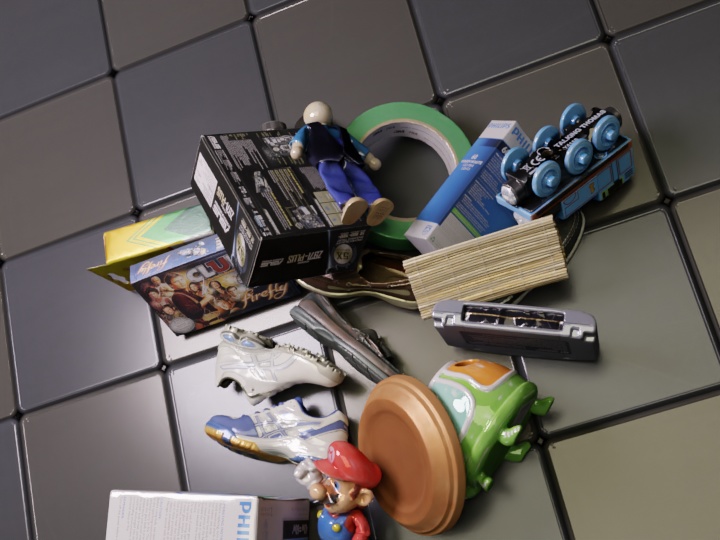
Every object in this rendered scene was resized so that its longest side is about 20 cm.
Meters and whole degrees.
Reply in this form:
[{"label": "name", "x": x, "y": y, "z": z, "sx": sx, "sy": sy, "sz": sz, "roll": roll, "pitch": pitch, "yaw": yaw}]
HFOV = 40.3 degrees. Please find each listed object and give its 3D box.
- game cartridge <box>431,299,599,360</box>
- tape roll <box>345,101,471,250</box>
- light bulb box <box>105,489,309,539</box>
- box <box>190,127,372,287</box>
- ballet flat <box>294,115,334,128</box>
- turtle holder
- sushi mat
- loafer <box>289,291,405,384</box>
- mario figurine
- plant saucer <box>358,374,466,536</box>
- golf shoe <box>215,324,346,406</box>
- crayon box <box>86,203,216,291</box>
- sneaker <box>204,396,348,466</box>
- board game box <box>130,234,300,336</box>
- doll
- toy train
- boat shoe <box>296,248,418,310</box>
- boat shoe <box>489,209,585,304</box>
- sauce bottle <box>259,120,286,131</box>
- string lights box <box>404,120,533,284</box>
[{"label": "game cartridge", "x": 0.198, "y": 0.077, "z": 1.232, "sx": 0.198, "sy": 0.133, "sz": 0.041, "roll": 5, "pitch": 69, "yaw": 17}, {"label": "tape roll", "x": 0.059, "y": -0.130, "z": 1.343, "sx": 0.198, "sy": 0.048, "sz": 0.203, "roll": 1, "pitch": 73, "yaw": -3}, {"label": "light bulb box", "x": -0.187, "y": 0.345, "z": 1.241, "sx": 0.198, "sy": 0.198, "sz": 0.126, "roll": -2, "pitch": 76, "yaw": 15}, {"label": "box", "x": -0.107, "y": -0.087, "z": 1.278, "sx": 0.163, "sy": 0.087, "sz": 0.201, "roll": -10, "pitch": 51, "yaw": -32}, {"label": "ballet flat", "x": -0.042, "y": -0.158, "z": 1.406, "sx": 0.068, "sy": 0.068, "sz": 0.201, "roll": -34, "pitch": 68, "yaw": 6}, {"label": "turtle holder", "x": 0.143, "y": 0.194, "z": 1.228, "sx": 0.131, "sy": 0.186, "sz": 0.141, "roll": 34, "pitch": 53, "yaw": 22}, {"label": "sushi mat", "x": 0.159, "y": -0.001, "z": 1.234, "sx": 0.198, "sy": 0.096, "sz": 0.012, "roll": -17, "pitch": 28, "yaw": 12}, {"label": "loafer", "x": -0.009, "y": 0.089, "z": 1.329, "sx": 0.199, "sy": 0.072, "sz": 0.063, "roll": 34, "pitch": 74, "yaw": 26}, {"label": "mario figurine", "x": -0.041, "y": 0.308, "z": 1.221, "sx": 0.122, "sy": 0.106, "sz": 0.202, "roll": 10, "pitch": 104, "yaw": 16}, {"label": "plant saucer", "x": 0.054, "y": 0.232, "z": 1.216, "sx": 0.037, "sy": 0.200, "sz": 0.202, "roll": -9, "pitch": 65, "yaw": -33}, {"label": "golf shoe", "x": -0.113, "y": 0.144, "z": 1.345, "sx": 0.198, "sy": 0.078, "sz": 0.098, "roll": 13, "pitch": 81, "yaw": 29}, {"label": "crayon box", "x": -0.278, "y": -0.030, "z": 1.411, "sx": 0.198, "sy": 0.127, "sz": 0.051, "roll": -15, "pitch": 70, "yaw": 12}, {"label": "sneaker", "x": -0.110, "y": 0.213, "z": 1.330, "sx": 0.198, "sy": 0.075, "sz": 0.089, "roll": 10, "pitch": 70, "yaw": 11}, {"label": "board game box", "x": -0.201, "y": 0.013, "z": 1.371, "sx": 0.198, "sy": 0.136, "sz": 0.035, "roll": -20, "pitch": 47, "yaw": 11}, {"label": "doll", "x": -0.026, "y": -0.143, "z": 1.271, "sx": 0.049, "sy": 0.135, "sz": 0.201, "roll": -58, "pitch": 47, "yaw": 37}, {"label": "toy train", "x": 0.262, "y": -0.127, "z": 1.251, "sx": 0.199, "sy": 0.115, "sz": 0.087, "roll": -37, "pitch": 40, "yaw": -18}, {"label": "boat shoe", "x": 0.002, "y": -0.005, "z": 1.333, "sx": 0.200, "sy": 0.075, "sz": 0.075, "roll": 8, "pitch": 57, "yaw": 10}, {"label": "boat shoe", "x": 0.218, "y": -0.014, "z": 1.290, "sx": 0.075, "sy": 0.060, "sz": 0.200, "roll": 39, "pitch": 89, "yaw": 22}, {"label": "sauce bottle", "x": -0.114, "y": -0.119, "z": 1.419, "sx": 0.064, "sy": 0.065, "sz": 0.202, "roll": -14, "pitch": 73, "yaw": 13}, {"label": "string lights box", "x": 0.160, "y": -0.088, "z": 1.285, "sx": 0.201, "sy": 0.103, "sz": 0.059, "roll": -52, "pitch": 27, "yaw": -12}]
